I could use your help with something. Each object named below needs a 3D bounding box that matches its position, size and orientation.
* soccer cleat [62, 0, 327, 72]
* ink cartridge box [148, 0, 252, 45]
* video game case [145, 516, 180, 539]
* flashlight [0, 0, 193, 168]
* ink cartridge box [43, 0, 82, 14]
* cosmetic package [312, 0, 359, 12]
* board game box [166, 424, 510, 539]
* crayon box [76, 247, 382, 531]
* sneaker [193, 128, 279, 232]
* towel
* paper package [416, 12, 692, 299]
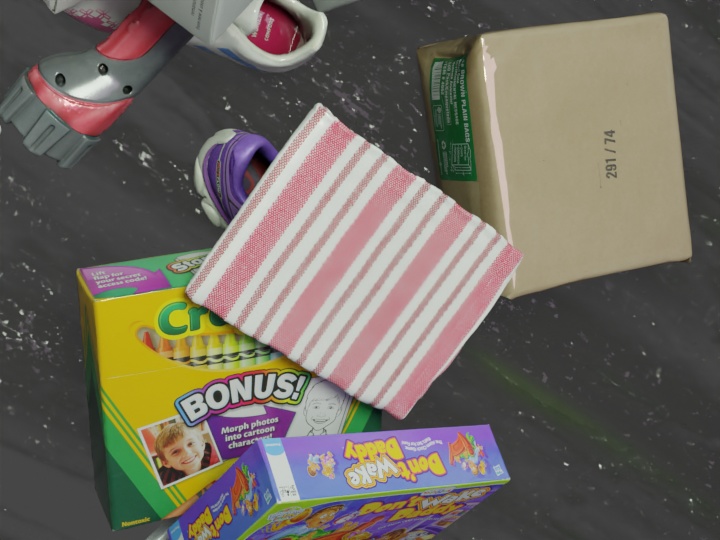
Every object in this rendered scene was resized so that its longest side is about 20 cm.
[{"bbox_3d":[-0.114,-0.188,0.881,0.199,0.086,0.070,11,87,-27],"label":"soccer cleat"},{"bbox_3d":[-0.118,-0.253,0.739,0.200,0.083,0.146,37,67,3],"label":"ink cartridge box"},{"bbox_3d":[-0.050,0.228,0.973,0.143,0.018,0.201,-42,110,-20],"label":"video game case"},{"bbox_3d":[-0.146,-0.156,0.827,0.200,0.068,0.068,-45,78,16],"label":"flashlight"},{"bbox_3d":[-0.152,-0.280,0.834,0.199,0.084,0.145,-32,81,-22],"label":"ink cartridge box"},{"bbox_3d":[0.025,-0.314,0.905,0.164,0.165,0.201,-32,107,-23],"label":"cosmetic package"},{"bbox_3d":[-0.014,0.161,0.891,0.199,0.135,0.045,2,56,-38],"label":"board game box"},{"bbox_3d":[-0.083,0.071,0.876,0.198,0.058,0.174,-10,119,-22],"label":"crayon box"},{"bbox_3d":[-0.048,-0.012,0.927,0.081,0.083,0.201,-42,111,-19],"label":"sneaker"},{"bbox_3d":[0.000,0.000,0.836,0.199,0.030,0.147,33,97,-32],"label":"towel"},{"bbox_3d":[0.154,-0.091,1.018,0.189,0.103,0.202,-11,98,-27],"label":"paper package"}]
